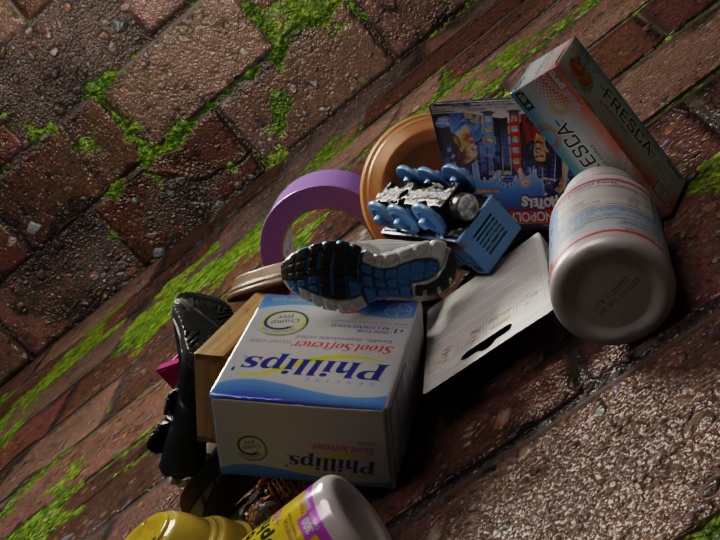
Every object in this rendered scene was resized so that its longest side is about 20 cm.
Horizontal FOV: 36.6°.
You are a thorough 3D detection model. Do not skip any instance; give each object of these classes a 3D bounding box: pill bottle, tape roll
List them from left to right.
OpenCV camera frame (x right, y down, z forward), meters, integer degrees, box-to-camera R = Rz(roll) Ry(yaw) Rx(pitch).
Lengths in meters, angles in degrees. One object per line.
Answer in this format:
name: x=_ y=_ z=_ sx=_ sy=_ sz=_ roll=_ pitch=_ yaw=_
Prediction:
pill bottle: x=-0.072 y=0.274 z=0.940 sx=0.200 sy=0.104 sz=0.104 roll=-39 pitch=15 yaw=8
tape roll: x=-0.040 y=-0.038 z=1.544 sx=0.200 sy=0.200 sz=0.066 roll=-35 pitch=17 yaw=22
pill bottle: x=0.231 y=-0.023 z=1.020 sx=0.108 sy=0.109 sz=0.200 roll=-34 pitch=16 yaw=23

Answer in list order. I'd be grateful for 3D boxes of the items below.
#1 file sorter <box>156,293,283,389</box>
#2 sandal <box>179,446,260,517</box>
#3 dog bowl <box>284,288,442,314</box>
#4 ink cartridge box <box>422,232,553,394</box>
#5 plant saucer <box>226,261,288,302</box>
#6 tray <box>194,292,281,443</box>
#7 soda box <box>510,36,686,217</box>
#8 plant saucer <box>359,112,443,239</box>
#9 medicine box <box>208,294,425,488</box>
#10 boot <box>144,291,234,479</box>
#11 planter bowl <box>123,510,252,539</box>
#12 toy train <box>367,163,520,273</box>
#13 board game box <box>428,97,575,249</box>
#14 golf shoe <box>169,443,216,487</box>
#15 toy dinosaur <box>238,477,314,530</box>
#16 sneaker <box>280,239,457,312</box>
file sorter: x=-0.150 y=0.128 z=1.473 sx=0.200 sy=0.139 sz=0.126 roll=-21 pitch=23 yaw=51
sandal: x=-0.133 y=0.228 z=1.309 sx=0.200 sy=0.082 sz=0.055 roll=-47 pitch=-5 yaw=7
dog bowl: x=-0.004 y=0.037 z=1.315 sx=0.199 sy=0.074 sz=0.200 roll=-18 pitch=-7 yaw=-2
ink cartridge box: x=0.141 y=0.055 z=1.142 sx=0.162 sy=0.057 sz=0.200 roll=-36 pitch=20 yaw=18
plant saucer: x=-0.073 y=0.004 z=1.368 sx=0.199 sy=0.030 sz=0.200 roll=-13 pitch=-3 yaw=-1
tray: x=-0.130 y=0.103 z=1.206 sx=0.037 sy=0.099 sz=0.200 roll=4 pitch=18 yaw=12
soda box: x=0.246 y=-0.136 z=1.119 sx=0.068 sy=0.200 sz=0.064 roll=-26 pitch=21 yaw=46
plant saucer: x=0.099 y=-0.099 z=1.370 sx=0.200 sy=0.200 sz=0.037 roll=-42 pitch=5 yaw=-6
medicine box: x=-0.037 y=0.119 z=1.129 sx=0.181 sy=0.104 sz=0.200 roll=2 pitch=29 yaw=12
boot: x=-0.207 y=0.135 z=1.308 sx=0.200 sy=0.076 sz=0.169 roll=-114 pitch=41 yaw=-64
planter bowl: x=-0.219 y=0.326 z=1.194 sx=0.200 sy=0.084 sz=0.201 roll=-38 pitch=15 yaw=12
toy train: x=0.089 y=-0.059 z=1.256 sx=0.087 sy=0.114 sz=0.200 roll=-51 pitch=23 yaw=-15
board game box: x=0.181 y=-0.103 z=1.286 sx=0.199 sy=0.201 sz=0.062 roll=5 pitch=14 yaw=39
golf shoe: x=-0.188 y=0.241 z=1.414 sx=0.200 sy=0.077 sz=0.089 roll=-20 pitch=46 yaw=58
toy dinosaur: x=-0.059 y=0.200 z=1.196 sx=0.199 sy=0.103 sz=0.135 roll=-25 pitch=20 yaw=-30
sneaker: x=0.000 y=0.000 z=1.181 sx=0.199 sy=0.076 sz=0.087 roll=-1 pitch=8 yaw=-28
